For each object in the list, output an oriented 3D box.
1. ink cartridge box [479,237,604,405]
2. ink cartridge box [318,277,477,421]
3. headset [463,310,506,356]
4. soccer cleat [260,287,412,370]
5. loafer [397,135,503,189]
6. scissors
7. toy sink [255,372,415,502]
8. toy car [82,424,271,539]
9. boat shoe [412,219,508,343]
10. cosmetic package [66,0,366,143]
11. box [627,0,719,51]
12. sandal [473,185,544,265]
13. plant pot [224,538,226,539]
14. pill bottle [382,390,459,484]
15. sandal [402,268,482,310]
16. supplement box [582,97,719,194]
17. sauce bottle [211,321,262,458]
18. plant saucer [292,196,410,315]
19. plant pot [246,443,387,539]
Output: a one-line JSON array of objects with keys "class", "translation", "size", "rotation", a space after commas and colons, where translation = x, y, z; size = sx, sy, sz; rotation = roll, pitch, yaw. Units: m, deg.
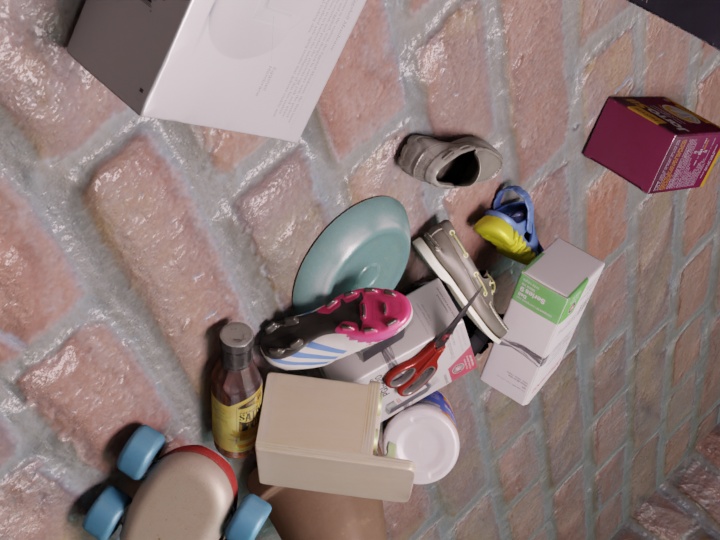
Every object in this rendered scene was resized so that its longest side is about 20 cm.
[{"class": "ink cartridge box", "translation": [0.264, 0.075, 1.653], "size": [0.146, 0.084, 0.201], "rotation": [-35, 149, -52]}, {"class": "ink cartridge box", "translation": [0.048, 0.120, 1.543], "size": [0.199, 0.085, 0.146], "rotation": [-28, 146, -2]}, {"class": "headset", "translation": [0.165, 0.112, 1.701], "size": [0.123, 0.094, 0.200], "rotation": [-39, -171, 42]}, {"class": "soccer cleat", "translation": [-0.026, 0.075, 1.401], "size": [0.198, 0.070, 0.086], "rotation": [-15, 152, 10]}, {"class": "loafer", "translation": [0.127, -0.131, 1.439], "size": [0.199, 0.070, 0.070], "rotation": [-6, 128, -50]}, {"class": "scissors", "translation": [0.107, 0.094, 1.474], "size": [0.200, 0.014, 0.073], "rotation": [-47, 139, 19]}, {"class": "toy sink", "translation": [-0.027, 0.209, 1.431], "size": [0.131, 0.198, 0.113], "rotation": [93, 4, -61]}, {"class": "toy car", "translation": [-0.205, 0.277, 1.390], "size": [0.178, 0.183, 0.200], "rotation": [-59, 177, 14]}, {"class": "boat shoe", "translation": [0.151, 0.018, 1.553], "size": [0.060, 0.072, 0.202], "rotation": [-40, 114, 0]}, {"class": "cosmetic package", "translation": [-0.109, -0.233, 0.964], "size": [0.199, 0.123, 0.201], "rotation": [4, 120, -53]}, {"class": "box", "translation": [0.479, -0.389, 1.520], "size": [0.199, 0.182, 0.105], "rotation": [-18, 137, -43]}, {"class": "sandal", "translation": [0.234, -0.062, 1.655], "size": [0.088, 0.079, 0.200], "rotation": [-66, 155, -6]}, {"class": "plant pot", "translation": [-0.229, 0.476, 1.535], "size": [0.188, 0.200, 0.201], "rotation": [-7, 130, -32]}, {"class": "pill bottle", "translation": [0.087, 0.232, 1.669], "size": [0.113, 0.112, 0.200], "rotation": [-55, -177, 8]}, {"class": "sandal", "translation": [0.102, 0.042, 1.619], "size": [0.199, 0.043, 0.076], "rotation": [-18, 145, -38]}, {"class": "supplement box", "translation": [0.462, -0.198, 1.755], "size": [0.199, 0.131, 0.104], "rotation": [-11, 130, -48]}, {"class": "sauce bottle", "translation": [-0.151, 0.147, 1.374], "size": [0.066, 0.066, 0.201], "rotation": [-31, 145, -30]}, {"class": "plant saucer", "translation": [0.000, 0.000, 1.446], "size": [0.199, 0.036, 0.201], "rotation": [-34, 146, -26]}, {"class": "plant pot", "translation": [-0.042, 0.342, 1.560], "size": [0.198, 0.176, 0.201], "rotation": [-17, 155, -8]}]
